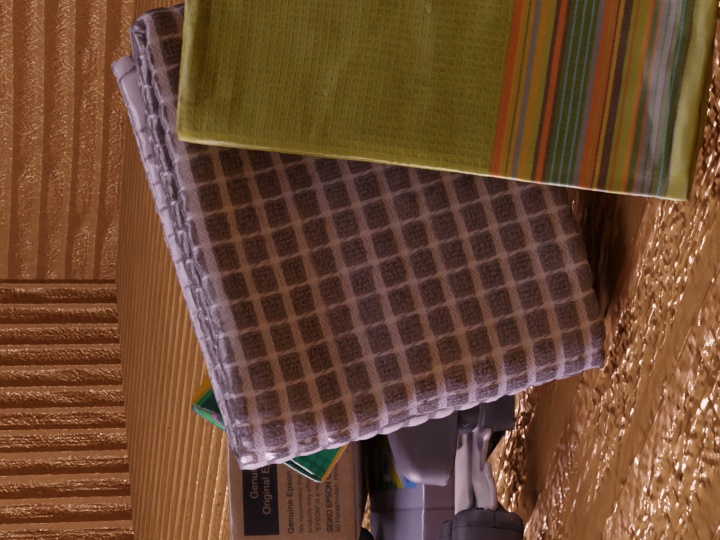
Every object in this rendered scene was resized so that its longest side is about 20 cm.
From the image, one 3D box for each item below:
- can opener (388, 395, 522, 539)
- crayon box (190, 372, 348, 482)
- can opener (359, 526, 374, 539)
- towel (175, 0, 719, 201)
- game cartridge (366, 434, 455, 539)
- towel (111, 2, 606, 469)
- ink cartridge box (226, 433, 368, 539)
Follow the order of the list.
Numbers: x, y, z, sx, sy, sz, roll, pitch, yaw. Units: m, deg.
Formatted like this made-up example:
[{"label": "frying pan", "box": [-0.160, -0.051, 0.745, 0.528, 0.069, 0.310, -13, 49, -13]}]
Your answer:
[{"label": "can opener", "box": [0.040, 0.131, 0.733, 0.053, 0.067, 0.201, 121, 155, -67]}, {"label": "crayon box", "box": [0.000, 0.000, 0.755, 0.200, 0.058, 0.119, -58, 10, -9]}, {"label": "can opener", "box": [0.000, 0.237, 0.939, 0.053, 0.067, 0.201, -121, 33, -47]}, {"label": "towel", "box": [0.027, -0.079, 0.566, 0.018, 0.199, 0.086, -11, -72, -73]}, {"label": "game cartridge", "box": [0.033, 0.076, 0.876, 0.133, 0.040, 0.201, 149, 121, -71]}, {"label": "towel", "box": [-0.002, -0.032, 0.650, 0.086, 0.165, 0.201, 122, 131, -79]}, {"label": "ink cartridge box", "box": [-0.035, 0.065, 0.925, 0.200, 0.075, 0.166, -26, -67, -87]}]
